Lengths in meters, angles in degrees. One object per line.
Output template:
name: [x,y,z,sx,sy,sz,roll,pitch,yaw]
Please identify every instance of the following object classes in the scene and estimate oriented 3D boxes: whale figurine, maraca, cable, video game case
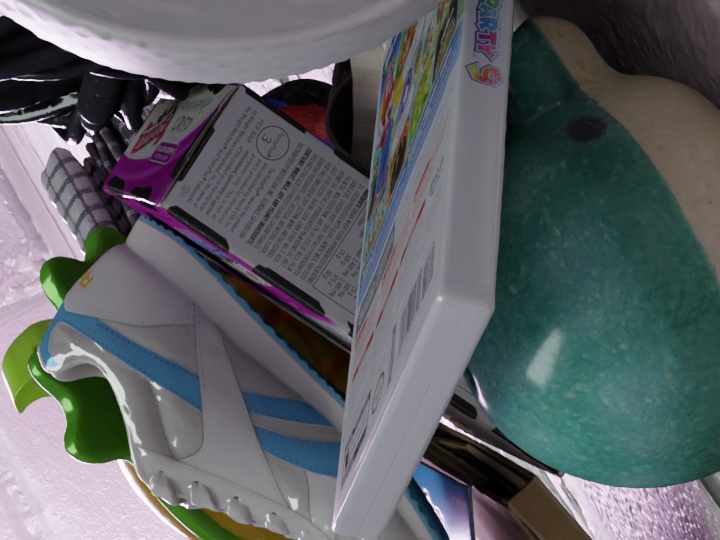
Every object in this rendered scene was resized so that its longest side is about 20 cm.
whale figurine: [0.063,-0.006,0.698,0.200,0.104,0.159,46,160,56]
maraca: [-0.067,0.058,0.953,0.200,0.107,0.138,30,-135,-37]
cable: [-0.143,-0.072,0.819,0.200,0.163,0.051,-4,81,41]
video game case: [0.022,-0.035,0.669,0.143,0.018,0.201,111,168,-54]

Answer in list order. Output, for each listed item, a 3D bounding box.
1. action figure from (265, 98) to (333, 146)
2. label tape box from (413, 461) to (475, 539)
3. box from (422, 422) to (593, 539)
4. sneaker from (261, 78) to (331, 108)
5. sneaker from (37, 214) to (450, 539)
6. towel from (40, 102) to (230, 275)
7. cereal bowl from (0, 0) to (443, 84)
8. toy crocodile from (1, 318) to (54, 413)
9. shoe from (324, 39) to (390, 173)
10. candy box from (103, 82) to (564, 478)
action figure: [-0.048,-0.067,0.997,0.199,0.052,0.065,20,161,16]
label tape box: [0.059,0.181,0.921,0.144,0.063,0.201,-167,76,-76]
box: [0.102,0.149,0.939,0.200,0.021,0.163,49,172,-16]
sneaker: [0.000,-0.010,1.042,0.200,0.072,0.083,55,168,36]
sneaker: [-0.041,0.072,0.850,0.200,0.081,0.077,44,177,11]
towel: [-0.057,-0.003,1.119,0.200,0.086,0.166,26,-156,-50]
cereal bowl: [-0.043,-0.144,0.620,0.200,0.200,0.083,60,170,12]
toy crocodile: [-0.102,0.065,1.103,0.200,0.062,0.068,21,-151,-55]
shoe: [0.007,-0.081,0.860,0.200,0.053,0.070,103,154,-69]
candy box: [0.000,0.000,0.878,0.200,0.061,0.136,35,175,-16]
